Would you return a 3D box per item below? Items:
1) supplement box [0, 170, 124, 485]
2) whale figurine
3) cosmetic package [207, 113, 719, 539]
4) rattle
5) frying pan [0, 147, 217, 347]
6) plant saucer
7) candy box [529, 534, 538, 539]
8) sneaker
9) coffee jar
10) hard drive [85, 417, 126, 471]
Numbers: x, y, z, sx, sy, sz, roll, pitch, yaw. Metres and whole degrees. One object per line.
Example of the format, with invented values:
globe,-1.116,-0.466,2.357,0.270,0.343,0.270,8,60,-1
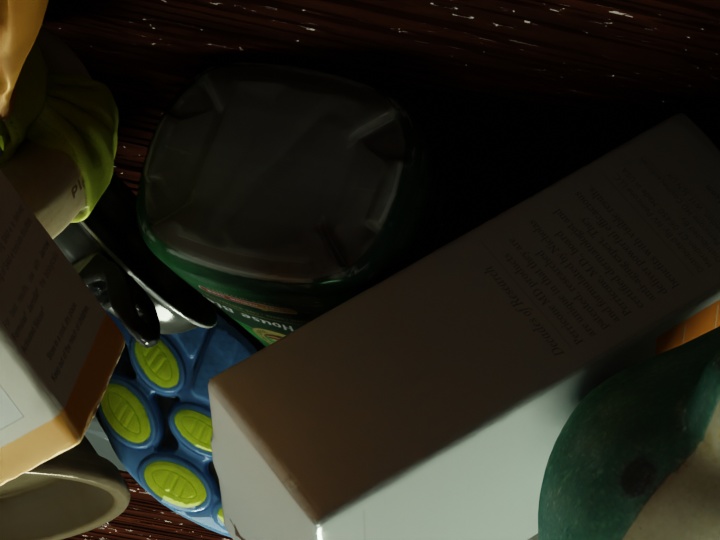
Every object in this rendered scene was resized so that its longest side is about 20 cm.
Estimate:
supplement box,-0.182,-0.013,0.880,0.126,0.074,0.200,-28,109,20
whale figurine,0.139,0.048,0.952,0.104,0.200,0.159,41,-178,34
cosmetic package,0.050,0.040,1.008,0.200,0.071,0.101,-29,150,-17
rattle,-0.185,-0.077,0.955,0.200,0.130,0.143,24,160,26
frying pan,-0.082,0.003,1.026,0.031,0.190,0.115,-41,132,8
plant saucer,-0.190,0.087,1.129,0.200,0.030,0.200,-7,165,-2
candy box,0.185,0.133,1.306,0.136,0.061,0.200,-20,162,37
sneaker,-0.092,0.030,1.153,0.200,0.071,0.083,39,-176,16
coffee jar,0.000,0.000,1.079,0.104,0.085,0.200,12,164,24
hard drive,-0.097,0.070,1.334,0.200,0.033,0.140,7,165,42
